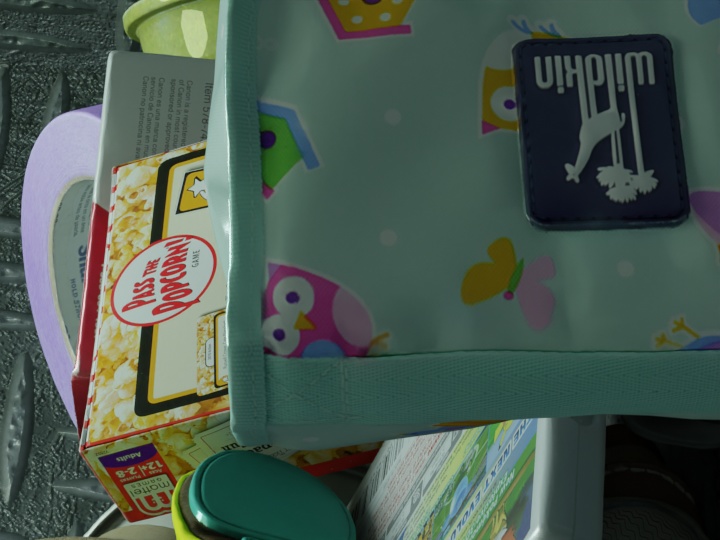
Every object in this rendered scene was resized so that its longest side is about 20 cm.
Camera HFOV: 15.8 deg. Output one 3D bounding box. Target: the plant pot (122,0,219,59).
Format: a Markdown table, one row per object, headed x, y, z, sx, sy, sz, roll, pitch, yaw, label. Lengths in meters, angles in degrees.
| x | y | z | sx | sy | sz | roll | pitch | yaw | label |
| --- | --- | --- | --- | --- | --- | --- | --- | --- | --- |
| -0.017 | -0.052 | 1.362 | 0.200 | 0.199 | 0.185 | 137 | 127 | -82 | plant pot |

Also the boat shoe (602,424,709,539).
| x | y | z | sx | sy | sz | roll | pitch | yaw | label |
| --- | --- | --- | --- | --- | --- | --- | --- | --- | --- |
| 0.063 | 0.133 | 0.814 | 0.072 | 0.075 | 0.201 | -89 | 17 | -52 | boat shoe |

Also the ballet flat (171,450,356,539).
| x | y | z | sx | sy | sz | roll | pitch | yaw | label |
| --- | --- | --- | --- | --- | --- | --- | --- | --- | --- |
| -0.032 | 0.109 | 0.823 | 0.200 | 0.067 | 0.067 | -134 | 64 | -77 | ballet flat |

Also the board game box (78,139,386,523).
| x | y | z | sx | sy | sz | roll | pitch | yaw | label |
| --- | --- | --- | --- | --- | --- | --- | --- | --- | --- |
| 0.000 | 0.000 | 0.956 | 0.152 | 0.199 | 0.046 | -88 | -23 | -45 | board game box |

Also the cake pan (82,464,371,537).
| x | y | z | sx | sy | sz | roll | pitch | yaw | label |
| --- | --- | --- | --- | --- | --- | --- | --- | --- | --- |
| -0.035 | 0.171 | 1.094 | 0.037 | 0.199 | 0.201 | -97 | 14 | -68 | cake pan |

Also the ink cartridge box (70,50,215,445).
| x | y | z | sx | sy | sz | roll | pitch | yaw | label |
| --- | --- | --- | --- | --- | --- | --- | --- | --- | --- |
| -0.018 | 0.004 | 1.125 | 0.145 | 0.199 | 0.146 | 105 | 171 | -73 | ink cartridge box |

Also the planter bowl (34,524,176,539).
| x | y | z | sx | sy | sz | roll | pitch | yaw | label |
| --- | --- | --- | --- | --- | --- | --- | --- | --- | --- |
| -0.098 | 0.180 | 0.981 | 0.135 | 0.200 | 0.201 | -42 | -28 | -44 | planter bowl |

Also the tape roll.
| x | y | z | sx | sy | sz | roll | pitch | yaw | label |
| --- | --- | --- | --- | --- | --- | --- | --- | --- | --- |
| -0.097 | 0.012 | 1.299 | 0.200 | 0.065 | 0.201 | 34 | 132 | 49 | tape roll |

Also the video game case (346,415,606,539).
| x | y | z | sx | sy | sz | roll | pitch | yaw | label |
| --- | --- | --- | --- | --- | --- | --- | --- | --- | --- |
| 0.027 | 0.084 | 0.805 | 0.183 | 0.022 | 0.200 | -81 | 16 | -51 | video game case |

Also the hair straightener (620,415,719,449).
| x | y | z | sx | sy | sz | roll | pitch | yaw | label |
| --- | --- | --- | --- | --- | --- | --- | --- | --- | --- |
| 0.091 | -0.005 | 0.805 | 0.200 | 0.041 | 0.077 | -92 | 10 | -59 | hair straightener |

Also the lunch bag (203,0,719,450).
| x | y | z | sx | sy | sz | roll | pitch | yaw | label |
| --- | --- | --- | --- | --- | --- | --- | --- | --- | --- |
| 0.048 | -0.029 | 0.605 | 0.200 | 0.169 | 0.123 | -94 | 4 | -62 | lunch bag |
